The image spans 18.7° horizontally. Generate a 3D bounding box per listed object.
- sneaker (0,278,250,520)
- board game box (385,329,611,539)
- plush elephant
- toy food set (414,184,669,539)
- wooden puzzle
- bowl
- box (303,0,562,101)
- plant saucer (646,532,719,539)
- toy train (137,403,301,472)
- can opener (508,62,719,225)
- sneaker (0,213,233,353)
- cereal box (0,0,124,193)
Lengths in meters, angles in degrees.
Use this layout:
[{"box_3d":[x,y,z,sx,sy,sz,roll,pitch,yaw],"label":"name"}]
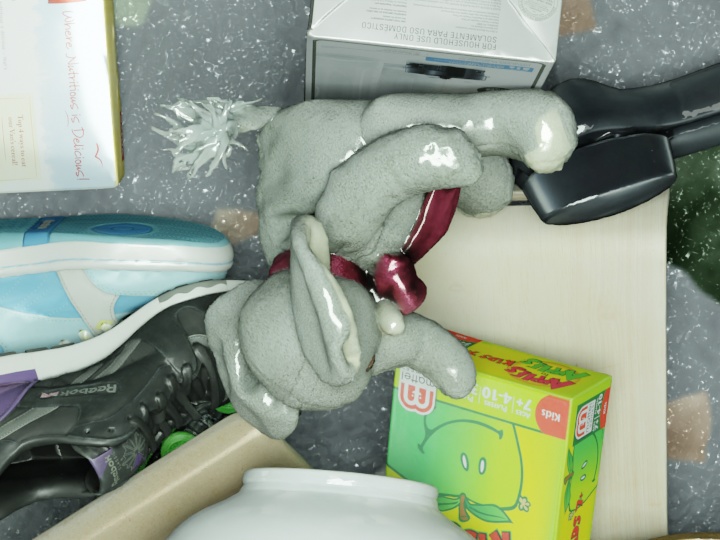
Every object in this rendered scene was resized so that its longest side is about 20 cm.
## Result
[{"box_3d":[-0.115,0.075,1.094,0.199,0.088,0.076,-20,129,-7],"label":"sneaker"},{"box_3d":[0.064,0.141,1.126,0.101,0.048,0.201,15,110,28],"label":"board game box"},{"box_3d":[0.000,0.000,1.038,0.199,0.165,0.156,3,81,-17],"label":"plush elephant"},{"box_3d":[0.095,0.054,1.174,0.143,0.060,0.201,0,100,12],"label":"toy food set"},{"box_3d":[-0.082,0.168,1.167,0.185,0.046,0.200,-32,132,9],"label":"wooden puzzle"},{"box_3d":[-0.014,0.145,1.052,0.200,0.201,0.091,5,80,-1],"label":"bowl"},{"box_3d":[0.032,-0.113,1.058,0.116,0.200,0.060,6,83,-2],"label":"box"},{"box_3d":[0.187,0.204,1.176,0.199,0.036,0.201,5,129,5],"label":"plant saucer"},{"box_3d":[-0.092,0.109,1.188,0.056,0.042,0.200,36,100,-18],"label":"toy train"},{"box_3d":[0.172,-0.079,1.140,0.199,0.063,0.079,-20,72,-9],"label":"can opener"},{"box_3d":[-0.161,0.039,1.156,0.199,0.080,0.131,-2,99,10],"label":"sneaker"},{"box_3d":[-0.227,-0.111,1.144,0.199,0.040,0.145,-2,101,0],"label":"cereal box"}]
